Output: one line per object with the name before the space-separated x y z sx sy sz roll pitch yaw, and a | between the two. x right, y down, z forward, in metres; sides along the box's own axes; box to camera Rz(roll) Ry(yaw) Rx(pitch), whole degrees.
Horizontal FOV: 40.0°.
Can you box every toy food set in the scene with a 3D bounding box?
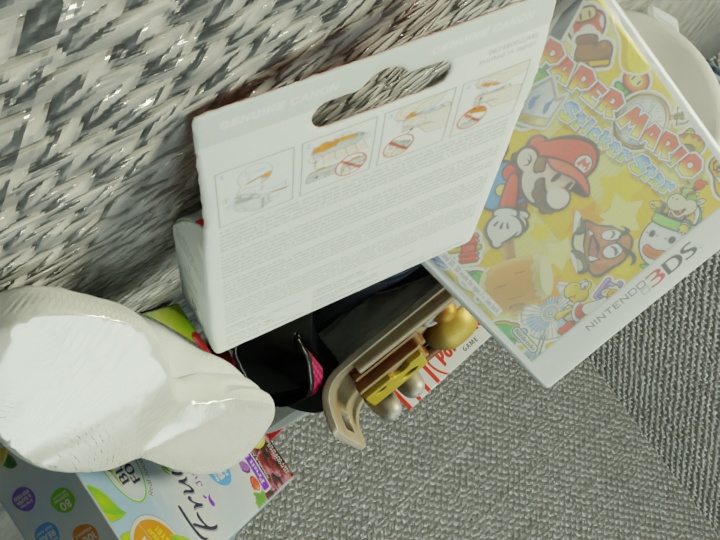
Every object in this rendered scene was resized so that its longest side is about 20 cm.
toy food set | 0.064 0.062 0.738 0.200 0.060 0.144 -39 164 -2

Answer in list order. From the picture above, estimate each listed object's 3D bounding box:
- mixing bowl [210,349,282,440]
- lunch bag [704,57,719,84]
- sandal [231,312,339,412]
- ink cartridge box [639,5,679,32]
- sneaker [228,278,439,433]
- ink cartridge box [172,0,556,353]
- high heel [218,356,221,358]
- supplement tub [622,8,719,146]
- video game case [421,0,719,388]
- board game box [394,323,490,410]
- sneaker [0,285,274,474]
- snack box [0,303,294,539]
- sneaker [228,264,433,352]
mixing bowl | -0.129 0.137 1.079 0.200 0.108 0.200 -43 173 -7
lunch bag | 0.296 -0.146 1.045 0.200 0.127 0.170 -23 141 -53
sandal | -0.057 0.061 0.679 0.075 0.045 0.200 0 150 6
ink cartridge box | 0.210 -0.099 0.883 0.041 0.200 0.200 18 147 -25
sneaker | -0.029 0.033 0.794 0.200 0.116 0.074 -35 164 20
ink cartridge box | -0.008 -0.048 0.458 0.160 0.047 0.200 -23 156 -17
high heel | -0.201 0.143 0.871 0.096 0.067 0.200 -26 -171 46
supplement tub | 0.157 -0.084 0.737 0.145 0.145 0.200 -34 176 -23
video game case | 0.125 -0.044 0.606 0.182 0.200 0.023 -41 -154 9
board game box | 0.066 0.029 0.938 0.151 0.046 0.200 -43 -161 3
sneaker | -0.122 0.044 0.464 0.075 0.088 0.200 -49 151 0
snack box | -0.124 0.101 0.565 0.053 0.142 0.200 -37 176 15
sneaker | -0.026 -0.005 0.683 0.202 0.077 0.146 -28 168 6
